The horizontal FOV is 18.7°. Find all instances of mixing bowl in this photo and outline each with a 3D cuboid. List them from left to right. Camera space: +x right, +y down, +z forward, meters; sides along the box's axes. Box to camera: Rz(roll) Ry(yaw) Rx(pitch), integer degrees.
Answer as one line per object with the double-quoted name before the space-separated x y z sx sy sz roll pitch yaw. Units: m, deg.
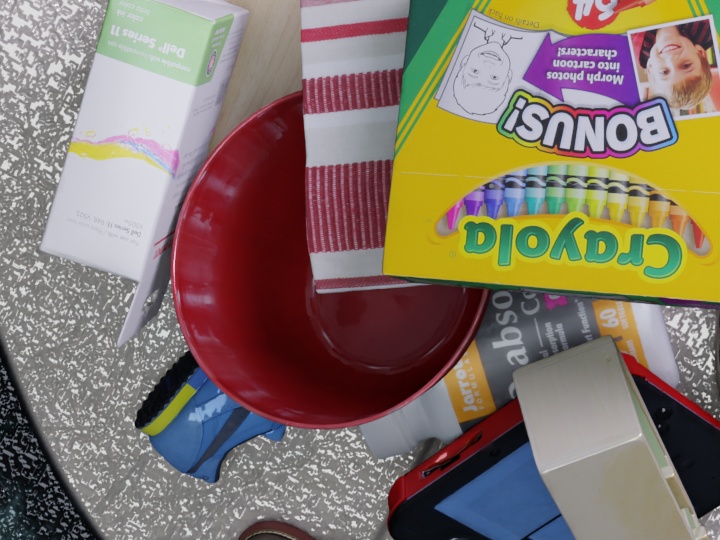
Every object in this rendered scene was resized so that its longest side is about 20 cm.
"mixing bowl" 0.000 0.000 1.290 0.198 0.108 0.202 -4 78 21

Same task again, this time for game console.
"game console" 0.133 0.138 1.364 0.199 0.031 0.176 -36 128 26

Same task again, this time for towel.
"towel" 0.036 -0.091 1.222 0.143 0.023 0.202 -5 81 19

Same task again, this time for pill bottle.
"pill bottle" 0.092 0.047 1.372 0.198 0.116 0.117 -17 99 8

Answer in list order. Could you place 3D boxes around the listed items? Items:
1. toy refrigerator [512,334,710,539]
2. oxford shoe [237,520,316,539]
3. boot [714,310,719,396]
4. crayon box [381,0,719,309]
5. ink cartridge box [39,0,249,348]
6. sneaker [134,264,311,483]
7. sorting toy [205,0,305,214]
"toy refrigerator" 0.157 0.130 1.287 0.069 0.076 0.201 -21 138 9
"oxford shoe" 0.001 0.237 1.436 0.199 0.075 0.071 24 102 1
"boot" 0.263 0.053 1.336 0.072 0.151 0.202 -10 99 1
"crayon box" 0.120 -0.073 1.149 0.198 0.058 0.174 4 84 17
"ink cartridge box" -0.133 -0.066 1.301 0.067 0.117 0.202 18 101 4
"sneaker" -0.057 0.055 1.419 0.078 0.066 0.200 40 102 -15
"sorting toy" -0.023 -0.145 1.371 0.197 0.070 0.201 24 102 1
